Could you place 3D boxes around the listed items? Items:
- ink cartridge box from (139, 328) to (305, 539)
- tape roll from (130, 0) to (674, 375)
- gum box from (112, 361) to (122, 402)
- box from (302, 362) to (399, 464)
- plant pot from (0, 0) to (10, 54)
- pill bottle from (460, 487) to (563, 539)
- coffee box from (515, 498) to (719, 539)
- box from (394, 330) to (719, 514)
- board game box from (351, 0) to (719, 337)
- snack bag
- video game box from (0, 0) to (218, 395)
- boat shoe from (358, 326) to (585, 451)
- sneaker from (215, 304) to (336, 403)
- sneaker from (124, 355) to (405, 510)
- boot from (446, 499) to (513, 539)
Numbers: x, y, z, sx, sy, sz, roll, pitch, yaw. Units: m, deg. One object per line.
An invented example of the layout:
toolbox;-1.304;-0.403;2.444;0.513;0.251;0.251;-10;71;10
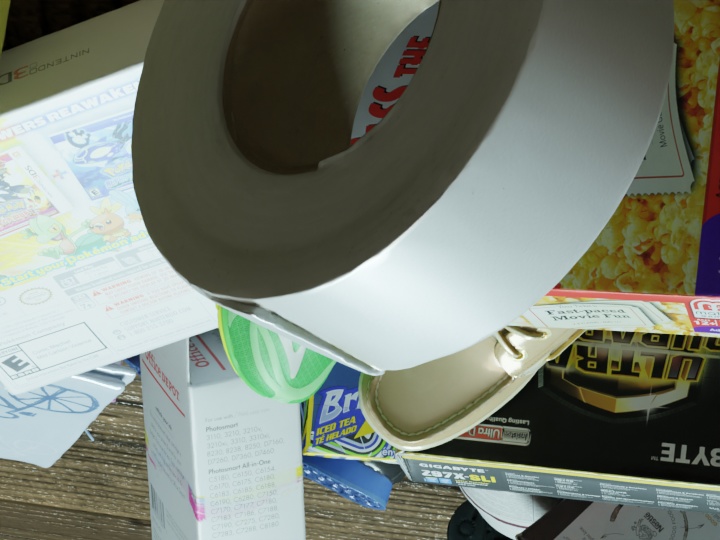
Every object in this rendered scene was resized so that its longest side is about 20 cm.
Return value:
ink cartridge box;-0.080;0.094;1.289;0.068;0.201;0.115;-9;-159;-18
tape roll;0.010;-0.069;0.793;0.202;0.203;0.071;-10;152;42
gum box;-0.233;0.021;1.323;0.113;0.066;0.200;-4;156;29
box;0.004;0.065;1.246;0.070;0.065;0.200;5;180;-1
plant pot;-0.236;-0.089;0.878;0.194;0.195;0.200;3;164;14
pill bottle;0.102;0.088;1.296;0.109;0.110;0.200;6;159;8
coffee box;0.198;0.131;1.256;0.200;0.080;0.113;-38;151;0
box;0.127;0.028;1.057;0.199;0.160;0.049;6;159;11
board game box;0.064;-0.055;0.881;0.199;0.152;0.046;2;159;17
snack bag;-0.244;0.069;1.325;0.188;0.022;0.200;13;157;-15
video game box;-0.117;-0.033;1.034;0.199;0.047;0.182;-18;142;13
boat shoe;0.072;0.002;0.993;0.074;0.200;0.069;44;-174;3
sneaker;-0.001;-0.015;0.982;0.074;0.084;0.200;6;126;-36
sneaker;-0.051;0.073;1.395;0.199;0.078;0.070;26;167;16
boot;0.149;0.230;1.693;0.199;0.077;0.168;6;156;-8
